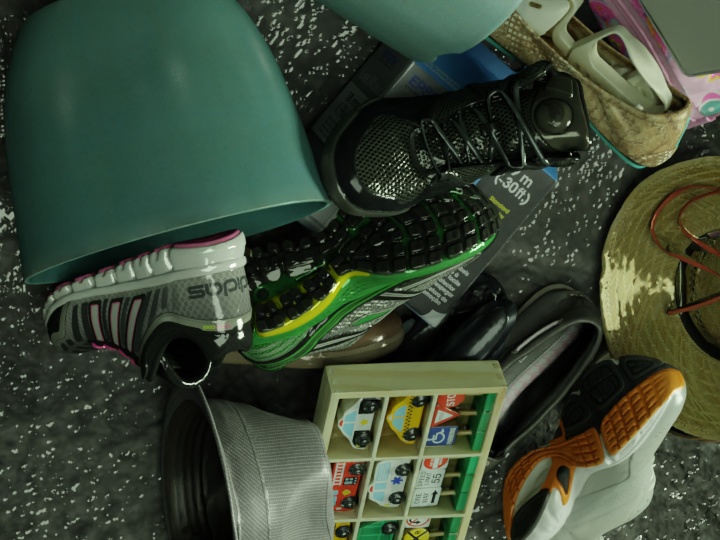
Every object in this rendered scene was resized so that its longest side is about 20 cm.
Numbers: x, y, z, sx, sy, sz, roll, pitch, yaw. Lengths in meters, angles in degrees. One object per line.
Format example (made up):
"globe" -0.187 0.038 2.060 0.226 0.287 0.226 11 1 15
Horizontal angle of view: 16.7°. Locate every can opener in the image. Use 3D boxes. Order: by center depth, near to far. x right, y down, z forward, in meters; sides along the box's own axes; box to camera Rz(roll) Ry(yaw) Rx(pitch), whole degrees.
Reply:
"can opener" 0.029 0.078 1.722 0.200 0.079 0.063 -41 78 15

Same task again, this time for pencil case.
"pencil case" 0.190 -0.188 1.660 0.087 0.087 0.200 -38 117 -1

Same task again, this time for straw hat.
"straw hat" 0.272 0.016 1.751 0.200 0.085 0.202 3 97 26

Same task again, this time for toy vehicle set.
"toy vehicle set" 0.022 0.143 1.708 0.124 0.027 0.201 -2 134 -15

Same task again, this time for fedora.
"fedora" -0.071 0.150 1.649 0.090 0.178 0.200 -9 149 -19

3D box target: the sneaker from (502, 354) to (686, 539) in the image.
"sneaker" 0.185 0.131 1.756 0.092 0.076 0.200 12 139 -28

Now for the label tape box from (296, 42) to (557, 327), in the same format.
"label tape box" 0.055 -0.085 1.670 0.144 0.063 0.200 37 96 -25

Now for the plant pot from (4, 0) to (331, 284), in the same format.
"plant pot" -0.133 -0.094 1.542 0.199 0.201 0.162 -13 87 -12

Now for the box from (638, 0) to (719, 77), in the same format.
"box" 0.278 -0.236 1.602 0.109 0.128 0.200 54 55 -24

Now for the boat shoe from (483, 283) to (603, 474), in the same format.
"boat shoe" 0.097 0.095 1.749 0.067 0.057 0.200 38 95 -26

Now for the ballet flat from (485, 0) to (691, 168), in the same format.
"ballet flat" 0.143 -0.153 1.634 0.200 0.071 0.065 39 128 -7

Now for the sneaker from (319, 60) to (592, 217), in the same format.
"sneaker" 0.069 -0.088 1.551 0.199 0.114 0.077 -14 88 -40

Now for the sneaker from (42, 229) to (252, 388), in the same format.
"sneaker" -0.135 0.038 1.569 0.074 0.199 0.088 -11 84 -43

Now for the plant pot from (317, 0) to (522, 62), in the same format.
"plant pot" 0.010 -0.244 1.539 0.196 0.200 0.201 34 97 -32

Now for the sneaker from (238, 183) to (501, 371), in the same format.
"sneaker" 0.000 0.000 1.620 0.199 0.078 0.085 -23 149 -3

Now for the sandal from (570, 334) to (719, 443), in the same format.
"sandal" 0.251 0.089 1.795 0.199 0.055 0.082 12 105 -20

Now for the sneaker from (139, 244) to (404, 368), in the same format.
"sneaker" -0.063 0.021 1.669 0.199 0.070 0.076 0 108 -17
